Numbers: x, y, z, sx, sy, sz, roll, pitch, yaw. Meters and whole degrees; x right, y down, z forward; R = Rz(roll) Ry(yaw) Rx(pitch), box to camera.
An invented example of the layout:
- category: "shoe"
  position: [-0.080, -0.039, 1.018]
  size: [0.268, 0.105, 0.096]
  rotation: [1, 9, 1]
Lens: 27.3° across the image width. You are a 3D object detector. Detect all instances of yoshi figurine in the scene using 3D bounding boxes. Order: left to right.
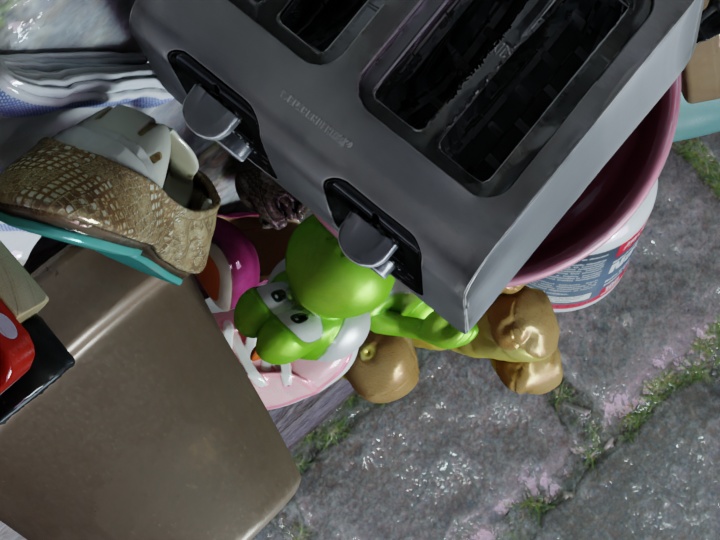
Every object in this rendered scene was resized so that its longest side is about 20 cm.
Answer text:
- category: "yoshi figurine"
  position: [0.012, -0.004, 0.855]
  size: [0.200, 0.112, 0.112]
  rotation: [-26, 123, -53]

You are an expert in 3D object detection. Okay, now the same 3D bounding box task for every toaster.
- category: "toaster"
  position: [0.033, -0.101, 0.609]
  size: [0.200, 0.181, 0.119]
  rotation: [-50, 171, -1]

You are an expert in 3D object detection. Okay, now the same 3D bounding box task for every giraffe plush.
- category: "giraffe plush"
  position: [0.034, 0.029, 1.087]
  size: [0.162, 0.173, 0.200]
  rotation: [-25, -156, -9]

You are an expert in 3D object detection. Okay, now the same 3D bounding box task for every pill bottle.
- category: "pill bottle"
  position: [0.153, -0.055, 1.084]
  size: [0.120, 0.120, 0.200]
  rotation: [-41, 164, -13]

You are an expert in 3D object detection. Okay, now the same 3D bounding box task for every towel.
- category: "towel"
  position: [-0.172, -0.020, 0.652]
  size: [0.200, 0.024, 0.147]
  rotation: [-45, 171, 20]

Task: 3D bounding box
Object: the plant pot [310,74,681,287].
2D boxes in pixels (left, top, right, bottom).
- category: "plant pot"
  position: [0.050, -0.100, 0.782]
  size: [0.200, 0.200, 0.179]
  rotation: [-43, -172, 4]

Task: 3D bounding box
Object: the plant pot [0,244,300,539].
- category: "plant pot"
  position: [-0.130, 0.089, 0.808]
  size: [0.200, 0.175, 0.200]
  rotation: [-42, 179, -1]

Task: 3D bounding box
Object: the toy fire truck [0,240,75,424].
- category: "toy fire truck"
  position: [-0.221, 0.051, 0.499]
  size: [0.176, 0.129, 0.200]
  rotation: [-39, -177, 16]

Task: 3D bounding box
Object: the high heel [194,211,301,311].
- category: "high heel"
  position: [-0.070, -0.022, 0.977]
  size: [0.096, 0.068, 0.200]
  rotation: [-31, -175, -11]

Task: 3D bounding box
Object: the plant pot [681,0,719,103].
- category: "plant pot"
  position: [0.151, -0.191, 0.870]
  size: [0.092, 0.201, 0.201]
  rotation: [-12, 178, 11]

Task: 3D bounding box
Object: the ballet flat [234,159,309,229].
- category: "ballet flat"
  position: [-0.034, -0.050, 1.010]
  size: [0.067, 0.046, 0.200]
  rotation: [-13, 177, 15]

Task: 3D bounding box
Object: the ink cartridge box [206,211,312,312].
- category: "ink cartridge box"
  position: [-0.024, -0.027, 1.179]
  size: [0.200, 0.067, 0.117]
  rotation: [-37, 169, -32]

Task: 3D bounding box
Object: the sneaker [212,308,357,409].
- category: "sneaker"
  position: [-0.102, 0.064, 0.995]
  size: [0.200, 0.076, 0.105]
  rotation: [-9, 179, 6]

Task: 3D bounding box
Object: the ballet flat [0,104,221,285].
- category: "ballet flat"
  position: [-0.104, -0.037, 0.640]
  size: [0.200, 0.070, 0.065]
  rotation: [46, 65, -84]

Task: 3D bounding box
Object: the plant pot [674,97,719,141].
- category: "plant pot"
  position: [0.227, -0.188, 1.133]
  size: [0.161, 0.201, 0.201]
  rotation: [-22, 171, -1]
